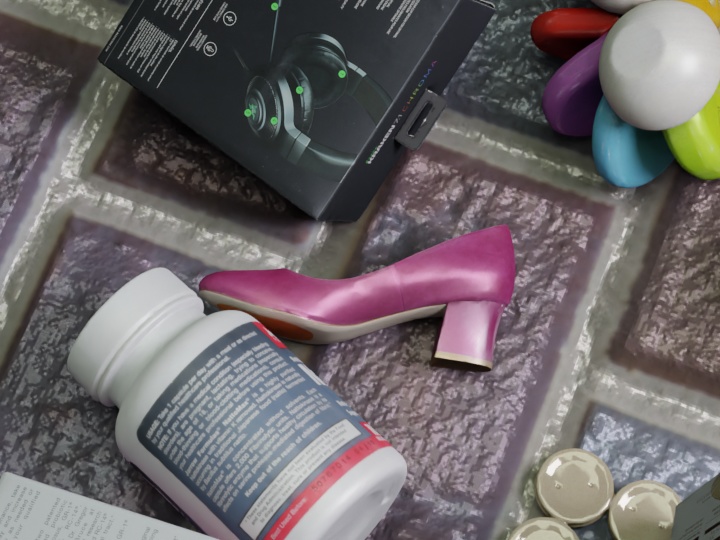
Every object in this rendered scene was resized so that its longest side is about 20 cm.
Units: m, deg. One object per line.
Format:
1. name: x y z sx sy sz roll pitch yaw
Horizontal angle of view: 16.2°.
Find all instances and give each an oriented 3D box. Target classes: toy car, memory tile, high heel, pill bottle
1. toy car: 0.183 -0.142 1.648 0.149 0.175 0.201 -23 66 27
2. memory tile: 0.181 0.208 1.564 0.199 0.017 0.154 23 69 8
3. high heel: 0.000 0.000 1.615 0.199 0.067 0.096 10 77 -2
4. pill bottle: -0.080 0.095 1.551 0.200 0.120 0.120 42 73 15

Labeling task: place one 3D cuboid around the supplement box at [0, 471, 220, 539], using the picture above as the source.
1. supplement box: -0.133 0.206 1.485 0.199 0.101 0.104 14 66 25

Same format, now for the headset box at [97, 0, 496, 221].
1. headset box: -0.035 -0.150 1.631 0.200 0.093 0.175 35 100 14

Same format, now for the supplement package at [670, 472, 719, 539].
1. supplement package: 0.275 0.237 1.465 0.190 0.147 0.201 16 68 -7

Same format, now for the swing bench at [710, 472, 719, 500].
1. swing bench: 0.289 0.198 1.323 0.198 0.130 0.201 15 62 -9
